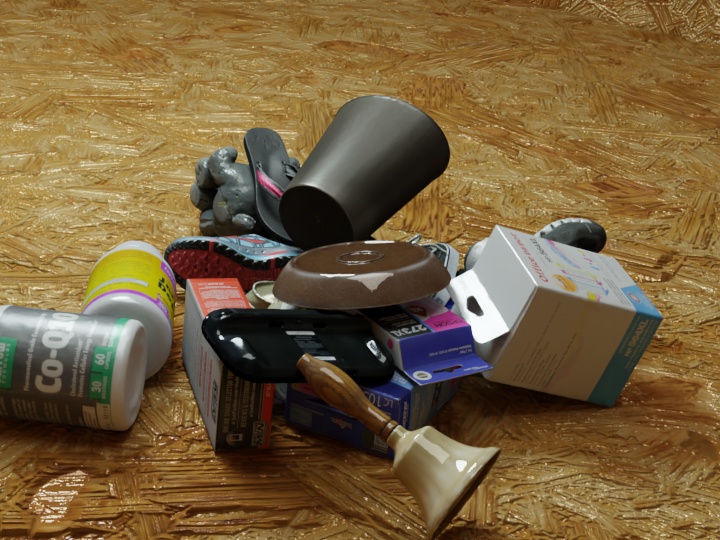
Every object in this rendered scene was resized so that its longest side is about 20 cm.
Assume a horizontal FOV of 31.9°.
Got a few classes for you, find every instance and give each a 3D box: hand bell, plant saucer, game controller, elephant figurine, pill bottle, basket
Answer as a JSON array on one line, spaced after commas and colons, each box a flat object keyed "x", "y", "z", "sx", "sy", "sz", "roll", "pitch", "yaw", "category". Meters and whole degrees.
[{"x": 0.021, "y": 0.144, "z": 1.163, "sx": 0.199, "sy": 0.105, "sz": 0.104, "roll": 38, "pitch": 33, "yaw": 15, "category": "hand bell"}, {"x": 0.000, "y": 0.000, "z": 1.377, "sx": 0.197, "sy": 0.035, "sz": 0.200, "roll": -5, "pitch": 14, "yaw": 1, "category": "plant saucer"}, {"x": -0.058, "y": 0.075, "z": 1.247, "sx": 0.198, "sy": 0.042, "sz": 0.105, "roll": 3, "pitch": 39, "yaw": -37, "category": "game controller"}, {"x": -0.125, "y": -0.110, "z": 1.759, "sx": 0.198, "sy": 0.157, "sz": 0.141, "roll": -4, "pitch": -18, "yaw": -36, "category": "elephant figurine"}, {"x": -0.261, "y": 0.038, "z": 1.424, "sx": 0.103, "sy": 0.106, "sz": 0.200, "roll": 2, "pitch": 24, "yaw": -7, "category": "pill bottle"}, {"x": -0.322, "y": 0.096, "z": 1.271, "sx": 0.197, "sy": 0.115, "sz": 0.113, "roll": 6, "pitch": 23, "yaw": 2, "category": "pill bottle"}, {"x": -0.006, "y": -0.114, "z": 1.611, "sx": 0.178, "sy": 0.137, "sz": 0.200, "roll": 10, "pitch": 41, "yaw": 29, "category": "basket"}]

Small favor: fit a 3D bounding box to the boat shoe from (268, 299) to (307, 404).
[{"x": -0.083, "y": 0.084, "z": 1.414, "sx": 0.068, "sy": 0.075, "sz": 0.201, "roll": -16, "pitch": 24, "yaw": 24, "category": "boat shoe"}]

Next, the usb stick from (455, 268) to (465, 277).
[{"x": 0.209, "y": 0.029, "z": 1.533, "sx": 0.197, "sy": 0.033, "sz": 0.056, "roll": 8, "pitch": 31, "yaw": 0, "category": "usb stick"}]

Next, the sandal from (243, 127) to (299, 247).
[{"x": -0.107, "y": -0.118, "z": 1.659, "sx": 0.074, "sy": 0.045, "sz": 0.202, "roll": -3, "pitch": 57, "yaw": -29, "category": "sandal"}]

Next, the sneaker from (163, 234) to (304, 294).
[{"x": -0.153, "y": -0.005, "z": 1.602, "sx": 0.197, "sy": 0.080, "sz": 0.096, "roll": 10, "pitch": 16, "yaw": -14, "category": "sneaker"}]

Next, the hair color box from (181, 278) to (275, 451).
[{"x": -0.142, "y": 0.094, "z": 1.328, "sx": 0.060, "sy": 0.103, "sz": 0.200, "roll": 0, "pitch": 25, "yaw": -18, "category": "hair color box"}]

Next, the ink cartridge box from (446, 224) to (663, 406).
[{"x": 0.204, "y": 0.049, "z": 1.395, "sx": 0.198, "sy": 0.126, "sz": 0.129, "roll": 14, "pitch": 27, "yaw": -27, "category": "ink cartridge box"}]

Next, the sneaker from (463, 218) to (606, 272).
[{"x": 0.226, "y": -0.009, "z": 1.506, "sx": 0.198, "sy": 0.067, "sz": 0.090, "roll": -12, "pitch": 34, "yaw": -28, "category": "sneaker"}]

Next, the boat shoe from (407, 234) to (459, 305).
[{"x": 0.072, "y": -0.002, "z": 1.533, "sx": 0.068, "sy": 0.074, "sz": 0.200, "roll": 41, "pitch": 20, "yaw": -9, "category": "boat shoe"}]

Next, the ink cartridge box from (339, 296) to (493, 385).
[{"x": 0.049, "y": 0.059, "z": 1.347, "sx": 0.094, "sy": 0.038, "sz": 0.200, "roll": -10, "pitch": 29, "yaw": -30, "category": "ink cartridge box"}]

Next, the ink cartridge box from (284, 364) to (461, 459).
[{"x": 0.010, "y": 0.121, "z": 1.335, "sx": 0.135, "sy": 0.077, "sz": 0.200, "roll": 16, "pitch": 27, "yaw": 23, "category": "ink cartridge box"}]

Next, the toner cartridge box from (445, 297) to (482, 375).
[{"x": 0.154, "y": 0.060, "z": 1.541, "sx": 0.094, "sy": 0.044, "sz": 0.200, "roll": 16, "pitch": 26, "yaw": 24, "category": "toner cartridge box"}]

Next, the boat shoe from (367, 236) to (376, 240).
[{"x": -0.001, "y": -0.012, "z": 1.652, "sx": 0.065, "sy": 0.072, "sz": 0.201, "roll": 22, "pitch": 8, "yaw": -28, "category": "boat shoe"}]

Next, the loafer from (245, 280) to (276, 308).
[{"x": -0.042, "y": 0.030, "z": 1.535, "sx": 0.197, "sy": 0.069, "sz": 0.076, "roll": 4, "pitch": 23, "yaw": -2, "category": "loafer"}]
